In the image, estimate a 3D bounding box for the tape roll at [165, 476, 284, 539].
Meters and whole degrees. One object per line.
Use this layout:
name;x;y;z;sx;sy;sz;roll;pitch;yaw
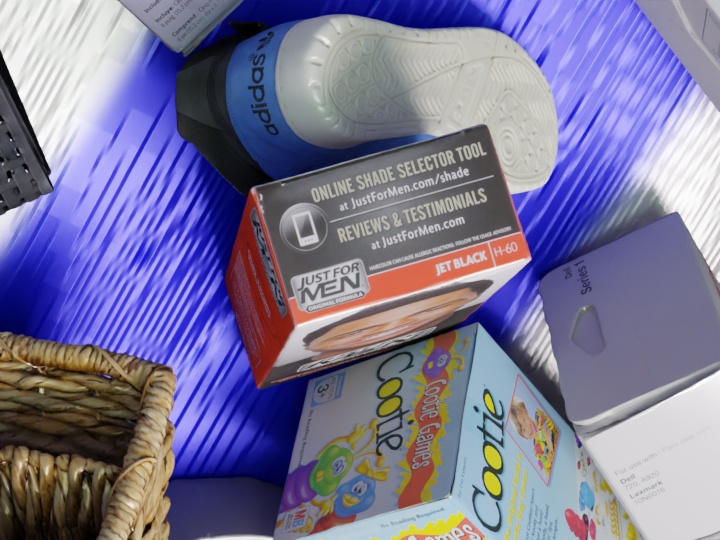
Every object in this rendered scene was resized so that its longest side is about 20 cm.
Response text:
tape roll;-0.077;0.207;0.957;0.199;0.066;0.202;-6;112;-14

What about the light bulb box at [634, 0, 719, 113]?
light bulb box;0.247;-0.133;0.833;0.199;0.125;0.199;-36;79;0

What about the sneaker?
sneaker;0.000;-0.072;0.869;0.199;0.111;0.077;3;86;-51

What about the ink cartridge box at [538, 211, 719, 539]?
ink cartridge box;0.175;0.092;0.933;0.084;0.146;0.200;-28;118;12

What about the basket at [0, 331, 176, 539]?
basket;-0.191;0.114;0.807;0.199;0.143;0.150;10;112;13

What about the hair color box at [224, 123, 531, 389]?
hair color box;0.000;0.000;0.821;0.101;0.200;0.062;-16;81;-9

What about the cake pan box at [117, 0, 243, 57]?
cake pan box;-0.072;-0.216;0.769;0.200;0.052;0.184;-41;119;20

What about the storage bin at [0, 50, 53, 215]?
storage bin;-0.203;-0.111;0.721;0.093;0.136;0.201;-25;139;-5

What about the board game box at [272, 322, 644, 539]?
board game box;0.062;0.137;0.918;0.103;0.105;0.200;-20;129;31
